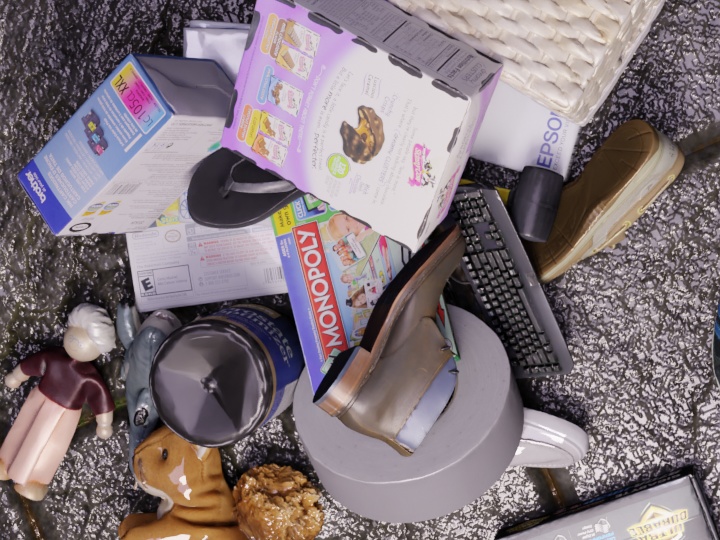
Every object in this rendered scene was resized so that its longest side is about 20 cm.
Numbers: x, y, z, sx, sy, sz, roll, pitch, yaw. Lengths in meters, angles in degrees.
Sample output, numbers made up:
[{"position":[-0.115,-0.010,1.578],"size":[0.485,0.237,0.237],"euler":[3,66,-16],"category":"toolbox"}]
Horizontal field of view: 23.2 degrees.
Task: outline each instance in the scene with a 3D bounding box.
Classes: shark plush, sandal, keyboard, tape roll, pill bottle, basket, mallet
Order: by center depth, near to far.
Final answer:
[{"position":[0.152,-0.255,1.488],"size":[0.200,0.161,0.199],"euler":[33,99,9],"category":"basket"},{"position":[-0.064,-0.096,1.558],"size":[0.199,0.043,0.076],"euler":[-19,72,6],"category":"sandal"},{"position":[0.043,0.124,1.573],"size":[0.199,0.201,0.066],"euler":[-7,138,13],"category":"tape roll"},{"position":[0.110,0.013,1.595],"size":[0.127,0.021,0.201],"euler":[-5,117,46],"category":"keyboard"},{"position":[-0.111,0.089,1.596],"size":[0.111,0.200,0.113],"euler":[1,96,12],"category":"pill bottle"},{"position":[0.089,-0.066,1.598],"size":[0.199,0.041,0.066],"euler":[6,87,30],"category":"mallet"},{"position":[-0.211,0.111,1.667],"size":[0.090,0.083,0.200],"euler":[20,123,-13],"category":"shark plush"}]

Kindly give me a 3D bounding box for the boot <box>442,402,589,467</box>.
[{"position":[0.104,0.177,1.604],"size":[0.199,0.074,0.096],"euler":[6,54,19],"category":"boot"}]

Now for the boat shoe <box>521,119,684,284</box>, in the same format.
[{"position":[0.212,-0.048,1.575],"size":[0.200,0.066,0.074],"euler":[-45,44,32],"category":"boat shoe"}]

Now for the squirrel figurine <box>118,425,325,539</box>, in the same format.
[{"position":[-0.132,0.235,1.668],"size":[0.199,0.142,0.188],"euler":[-4,84,-1],"category":"squirrel figurine"}]

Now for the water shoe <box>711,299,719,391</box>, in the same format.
[{"position":[0.346,0.039,1.553],"size":[0.071,0.079,0.201],"euler":[0,96,12],"category":"water shoe"}]

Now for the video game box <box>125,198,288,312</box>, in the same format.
[{"position":[-0.129,-0.064,1.665],"size":[0.199,0.047,0.183],"euler":[-7,96,13],"category":"video game box"}]

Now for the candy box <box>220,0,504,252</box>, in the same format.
[{"position":[-0.002,-0.137,1.462],"size":[0.199,0.072,0.168],"euler":[30,131,11],"category":"candy box"}]

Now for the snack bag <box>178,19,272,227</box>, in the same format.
[{"position":[-0.070,-0.131,1.613],"size":[0.199,0.021,0.190],"euler":[4,95,11],"category":"snack bag"}]

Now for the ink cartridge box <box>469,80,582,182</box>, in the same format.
[{"position":[0.118,-0.200,1.600],"size":[0.199,0.043,0.197],"euler":[15,99,9],"category":"ink cartridge box"}]

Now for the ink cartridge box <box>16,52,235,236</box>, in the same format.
[{"position":[-0.210,-0.100,1.574],"size":[0.200,0.136,0.076],"euler":[-44,72,24],"category":"ink cartridge box"}]

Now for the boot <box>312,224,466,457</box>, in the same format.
[{"position":[0.052,0.061,1.509],"size":[0.097,0.075,0.200],"euler":[39,77,-9],"category":"boot"}]

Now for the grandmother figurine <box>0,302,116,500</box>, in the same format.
[{"position":[-0.292,0.124,1.714],"size":[0.121,0.061,0.201],"euler":[26,103,0],"category":"grandmother figurine"}]

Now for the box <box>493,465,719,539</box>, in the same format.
[{"position":[0.241,0.287,1.617],"size":[0.199,0.046,0.160],"euler":[-20,91,13],"category":"box"}]

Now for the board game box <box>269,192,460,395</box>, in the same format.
[{"position":[0.000,0.000,1.567],"size":[0.134,0.029,0.201],"euler":[-16,78,6],"category":"board game box"}]
